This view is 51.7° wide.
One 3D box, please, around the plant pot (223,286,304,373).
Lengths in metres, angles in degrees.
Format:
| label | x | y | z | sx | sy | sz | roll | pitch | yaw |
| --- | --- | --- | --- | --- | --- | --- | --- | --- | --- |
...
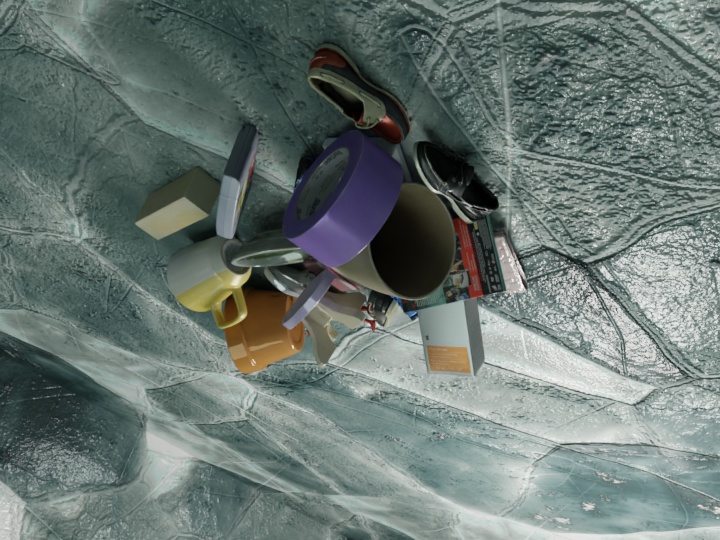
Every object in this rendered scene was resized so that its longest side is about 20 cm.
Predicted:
| label | x | y | z | sx | sy | sz | roll | pitch | yaw |
| --- | --- | --- | --- | --- | --- | --- | --- | --- | --- |
| plant pot | -0.216 | 0.130 | 1.731 | 0.138 | 0.202 | 0.201 | -9 | 143 | 13 |

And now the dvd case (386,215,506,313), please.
| label | x | y | z | sx | sy | sz | roll | pitch | yaw |
| --- | --- | --- | --- | --- | --- | --- | --- | --- | --- |
| dvd case | 0.150 | -0.014 | 1.322 | 0.198 | 0.148 | 0.022 | -15 | 177 | 28 |

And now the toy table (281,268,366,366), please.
| label | x | y | z | sx | sy | sz | roll | pitch | yaw |
| --- | --- | --- | --- | --- | --- | --- | --- | --- | --- |
| toy table | -0.073 | 0.090 | 1.524 | 0.117 | 0.185 | 0.200 | 38 | 160 | -9 |

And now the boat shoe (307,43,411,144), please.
| label | x | y | z | sx | sy | sz | roll | pitch | yaw |
| --- | --- | --- | --- | --- | --- | --- | --- | --- | --- |
| boat shoe | -0.001 | -0.249 | 1.109 | 0.071 | 0.063 | 0.199 | -16 | 137 | 41 |

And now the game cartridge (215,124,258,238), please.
| label | x | y | z | sx | sy | sz | roll | pitch | yaw |
| --- | --- | --- | --- | --- | --- | --- | --- | --- | --- |
| game cartridge | -0.222 | -0.146 | 1.323 | 0.040 | 0.134 | 0.200 | 20 | 150 | -3 |

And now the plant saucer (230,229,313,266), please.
| label | x | y | z | sx | sy | sz | roll | pitch | yaw |
| --- | --- | --- | --- | --- | --- | --- | --- | --- | --- |
| plant saucer | -0.162 | -0.048 | 1.485 | 0.197 | 0.051 | 0.200 | -8 | 172 | -1 |

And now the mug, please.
| label | x | y | z | sx | sy | sz | roll | pitch | yaw |
| --- | --- | --- | --- | --- | --- | --- | --- | --- | --- |
| mug | -0.302 | 0.008 | 1.612 | 0.152 | 0.150 | 0.187 | -24 | 118 | 38 |

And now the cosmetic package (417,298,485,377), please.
| label | x | y | z | sx | sy | sz | roll | pitch | yaw |
| --- | --- | --- | --- | --- | --- | --- | --- | --- | --- |
| cosmetic package | 0.168 | 0.094 | 1.404 | 0.100 | 0.071 | 0.203 | -1 | 110 | 29 |

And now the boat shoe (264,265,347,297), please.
| label | x | y | z | sx | sy | sz | roll | pitch | yaw |
| --- | --- | --- | --- | --- | --- | --- | --- | --- | --- |
| boat shoe | -0.113 | 0.027 | 1.626 | 0.199 | 0.071 | 0.070 | 32 | 120 | -15 |

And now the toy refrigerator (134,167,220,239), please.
| label | x | y | z | sx | sy | sz | roll | pitch | yaw |
| --- | --- | --- | --- | --- | --- | --- | --- | --- | --- |
| toy refrigerator | -0.364 | -0.129 | 1.485 | 0.199 | 0.077 | 0.070 | -17 | 136 | 44 |

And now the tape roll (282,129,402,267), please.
| label | x | y | z | sx | sy | sz | roll | pitch | yaw |
| --- | --- | --- | --- | --- | --- | --- | --- | --- | --- |
| tape roll | -0.030 | -0.112 | 1.158 | 0.085 | 0.202 | 0.199 | 34 | 146 | -25 |

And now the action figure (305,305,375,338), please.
| label | x | y | z | sx | sy | sz | roll | pitch | yaw |
| --- | --- | --- | --- | --- | --- | --- | --- | --- | --- |
| action figure | -0.058 | 0.114 | 1.720 | 0.197 | 0.066 | 0.100 | 12 | 137 | 11 |

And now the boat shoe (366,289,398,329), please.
| label | x | y | z | sx | sy | sz | roll | pitch | yaw |
| --- | --- | --- | --- | --- | --- | --- | --- | --- | --- |
| boat shoe | 0.050 | 0.074 | 1.582 | 0.063 | 0.074 | 0.202 | 28 | 170 | 9 |

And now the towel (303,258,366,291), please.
| label | x | y | z | sx | sy | sz | roll | pitch | yaw |
| --- | --- | --- | --- | --- | --- | --- | --- | --- | --- |
| towel | 0.000 | 0.000 | 1.525 | 0.198 | 0.023 | 0.144 | -6 | 154 | 33 |

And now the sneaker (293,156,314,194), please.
| label | x | y | z | sx | sy | sz | roll | pitch | yaw |
| --- | --- | --- | --- | --- | --- | --- | --- | --- | --- |
| sneaker | -0.068 | -0.137 | 1.332 | 0.077 | 0.076 | 0.200 | 1 | 155 | 11 |

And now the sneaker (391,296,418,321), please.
| label | x | y | z | sx | sy | sz | roll | pitch | yaw |
| --- | --- | --- | --- | --- | --- | --- | --- | --- | --- |
| sneaker | 0.094 | 0.047 | 1.460 | 0.199 | 0.079 | 0.066 | 28 | 156 | -22 |

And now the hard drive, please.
| label | x | y | z | sx | sy | sz | roll | pitch | yaw |
| --- | --- | --- | --- | --- | --- | --- | --- | --- | --- |
| hard drive | 0.027 | -0.152 | 1.286 | 0.130 | 0.026 | 0.201 | 4 | 146 | 23 |

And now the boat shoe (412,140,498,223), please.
| label | x | y | z | sx | sy | sz | roll | pitch | yaw |
| --- | --- | --- | --- | --- | --- | --- | --- | --- | --- |
| boat shoe | 0.157 | -0.144 | 1.182 | 0.066 | 0.075 | 0.199 | -11 | 139 | 37 |

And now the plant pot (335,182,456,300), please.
| label | x | y | z | sx | sy | sz | roll | pitch | yaw |
| --- | --- | --- | --- | --- | --- | --- | --- | --- | --- |
| plant pot | 0.031 | -0.045 | 1.280 | 0.187 | 0.189 | 0.199 | 36 | 159 | -28 |

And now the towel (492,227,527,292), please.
| label | x | y | z | sx | sy | sz | roll | pitch | yaw |
| --- | --- | --- | --- | --- | --- | --- | --- | --- | --- |
| towel | 0.200 | -0.020 | 1.400 | 0.198 | 0.033 | 0.192 | 3 | 147 | 28 |
